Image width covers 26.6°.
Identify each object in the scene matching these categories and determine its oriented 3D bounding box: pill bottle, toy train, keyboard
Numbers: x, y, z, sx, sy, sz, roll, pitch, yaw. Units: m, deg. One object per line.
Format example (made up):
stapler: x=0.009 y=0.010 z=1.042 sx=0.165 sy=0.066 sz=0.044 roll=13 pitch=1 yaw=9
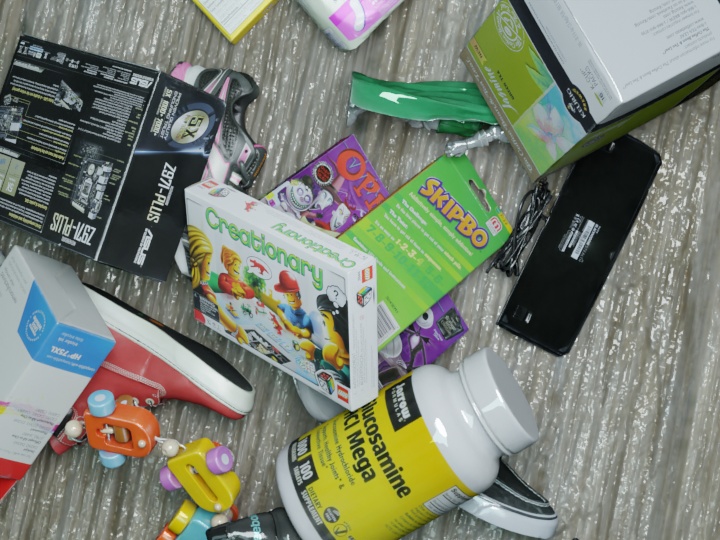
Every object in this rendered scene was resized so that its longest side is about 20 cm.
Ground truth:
pill bottle: x=0.039 y=0.148 z=1.229 sx=0.199 sy=0.112 sz=0.113 roll=-32 pitch=83 yaw=14
toy train: x=-0.166 y=0.183 z=1.321 sx=0.148 sy=0.056 sz=0.202 roll=4 pitch=125 yaw=20
keyboard: x=0.178 y=-0.035 z=1.335 sx=0.103 sy=0.040 sz=0.202 roll=27 pitch=89 yaw=-15

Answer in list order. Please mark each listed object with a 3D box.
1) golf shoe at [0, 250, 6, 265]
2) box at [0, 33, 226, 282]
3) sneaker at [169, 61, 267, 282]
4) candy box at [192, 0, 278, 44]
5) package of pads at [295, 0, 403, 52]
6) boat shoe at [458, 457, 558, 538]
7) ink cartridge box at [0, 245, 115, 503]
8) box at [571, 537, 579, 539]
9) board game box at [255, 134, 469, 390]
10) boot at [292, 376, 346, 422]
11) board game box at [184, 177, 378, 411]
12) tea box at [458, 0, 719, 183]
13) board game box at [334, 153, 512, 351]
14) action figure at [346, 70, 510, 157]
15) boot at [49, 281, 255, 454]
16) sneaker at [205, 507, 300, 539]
golf shoe: x=-0.368 y=-0.036 z=1.388 sx=0.096 sy=0.078 sz=0.203 roll=10 pitch=93 yaw=-9
box: x=-0.231 y=-0.099 z=1.312 sx=0.199 sy=0.086 sz=0.166 roll=18 pitch=89 yaw=40
sneaker: x=-0.126 y=-0.087 z=1.346 sx=0.085 sy=0.080 sz=0.203 roll=-1 pitch=87 yaw=7
candy box: x=-0.079 y=-0.311 z=1.379 sx=0.200 sy=0.026 sz=0.102 roll=-44 pitch=83 yaw=3
package of pads: x=0.006 y=-0.314 z=1.328 sx=0.200 sy=0.068 sz=0.155 roll=-44 pitch=103 yaw=2
boat shoe: x=0.089 y=0.157 z=1.308 sx=0.198 sy=0.073 sz=0.069 roll=30 pitch=101 yaw=19
ink cartridge box: x=-0.309 y=0.096 z=1.323 sx=0.201 sy=0.067 sz=0.116 roll=-53 pitch=46 yaw=14
box: x=0.144 y=0.329 z=1.256 sx=0.079 sy=0.141 sz=0.201 roll=40 pitch=92 yaw=8
board game box: x=0.000 y=0.000 z=1.295 sx=0.120 sy=0.032 sz=0.201 roll=-39 pitch=101 yaw=-36
boot: x=-0.056 y=0.035 z=1.329 sx=0.095 sy=0.073 sz=0.203 roll=-15 pitch=77 yaw=48
board game box: x=-0.065 y=0.016 z=1.232 sx=0.199 sy=0.034 sz=0.128 roll=26 pitch=129 yaw=39
tea box: x=0.215 y=-0.194 z=1.222 sx=0.199 sy=0.197 sz=0.135 roll=-28 pitch=83 yaw=-20
board game box: x=0.042 y=-0.017 z=1.293 sx=0.199 sy=0.030 sz=0.096 roll=-38 pitch=99 yaw=-30
action figure: x=0.087 y=-0.134 z=1.322 sx=0.197 sy=0.118 sz=0.055 roll=9 pitch=114 yaw=-2
boot: x=-0.200 y=0.118 z=1.350 sx=0.198 sy=0.072 sz=0.146 roll=27 pitch=91 yaw=16
sneaker: x=-0.106 y=0.266 z=1.280 sx=0.078 sy=0.201 sz=0.076 roll=-1 pitch=45 yaw=-19
